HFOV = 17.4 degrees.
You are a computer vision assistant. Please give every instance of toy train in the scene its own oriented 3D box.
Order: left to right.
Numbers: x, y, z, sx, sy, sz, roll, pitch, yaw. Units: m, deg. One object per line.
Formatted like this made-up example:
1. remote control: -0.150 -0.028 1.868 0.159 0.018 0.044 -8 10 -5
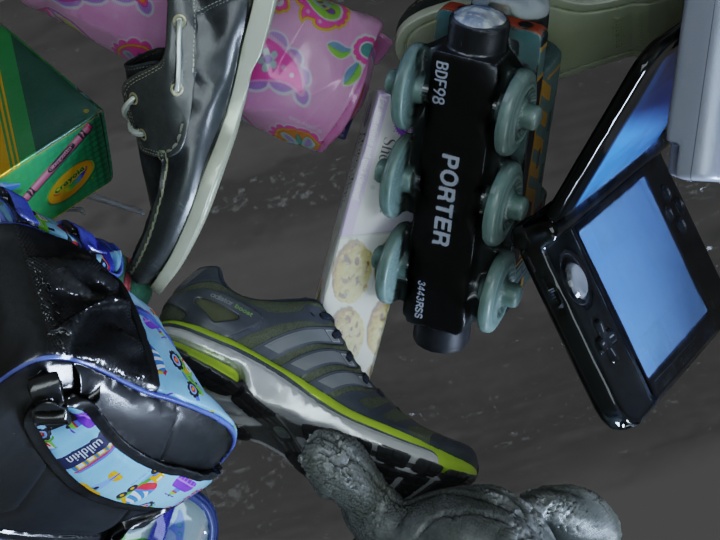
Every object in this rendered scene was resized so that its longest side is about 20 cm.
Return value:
1. toy train: 0.060 -0.056 1.247 0.085 0.114 0.200 15 121 17

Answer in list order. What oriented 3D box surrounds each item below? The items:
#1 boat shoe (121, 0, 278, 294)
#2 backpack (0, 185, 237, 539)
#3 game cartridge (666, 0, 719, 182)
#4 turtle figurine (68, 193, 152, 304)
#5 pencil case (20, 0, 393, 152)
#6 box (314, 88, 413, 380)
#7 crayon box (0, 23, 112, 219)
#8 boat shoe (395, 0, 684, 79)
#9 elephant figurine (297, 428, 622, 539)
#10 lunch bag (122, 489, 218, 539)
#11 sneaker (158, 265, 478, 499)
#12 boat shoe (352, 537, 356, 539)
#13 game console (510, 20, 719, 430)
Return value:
1. boat shoe: -0.092 -0.087 1.213 0.068 0.072 0.200 16 103 -5
2. backpack: -0.166 0.065 1.148 0.183 0.200 0.135 -33 61 20
3. game cartridge: 0.206 -0.111 1.223 0.041 0.200 0.133 5 93 22
4. turtle figurine: -0.184 0.008 1.266 0.200 0.101 0.150 -1 91 0
5. pencil case: -0.083 -0.139 1.276 0.200 0.087 0.087 26 89 -7
6. box: 0.000 0.000 1.310 0.041 0.039 0.200 16 91 -7
7. crayon box: -0.243 -0.045 1.215 0.200 0.058 0.119 -36 58 -24
8. boat shoe: 0.112 -0.154 1.306 0.199 0.075 0.066 -12 52 -4
9. elephant figurine: 0.074 0.169 1.207 0.155 0.142 0.200 -20 122 -20
10. lunch bag: -0.171 0.185 1.280 0.161 0.082 0.200 23 91 -9
11. sneaker: -0.021 0.060 1.253 0.200 0.074 0.081 28 56 -15
12. boat shoe: -0.016 0.198 1.294 0.201 0.072 0.061 -42 121 -10
13. game console: 0.170 -0.038 1.233 0.116 0.200 0.176 -23 96 30
